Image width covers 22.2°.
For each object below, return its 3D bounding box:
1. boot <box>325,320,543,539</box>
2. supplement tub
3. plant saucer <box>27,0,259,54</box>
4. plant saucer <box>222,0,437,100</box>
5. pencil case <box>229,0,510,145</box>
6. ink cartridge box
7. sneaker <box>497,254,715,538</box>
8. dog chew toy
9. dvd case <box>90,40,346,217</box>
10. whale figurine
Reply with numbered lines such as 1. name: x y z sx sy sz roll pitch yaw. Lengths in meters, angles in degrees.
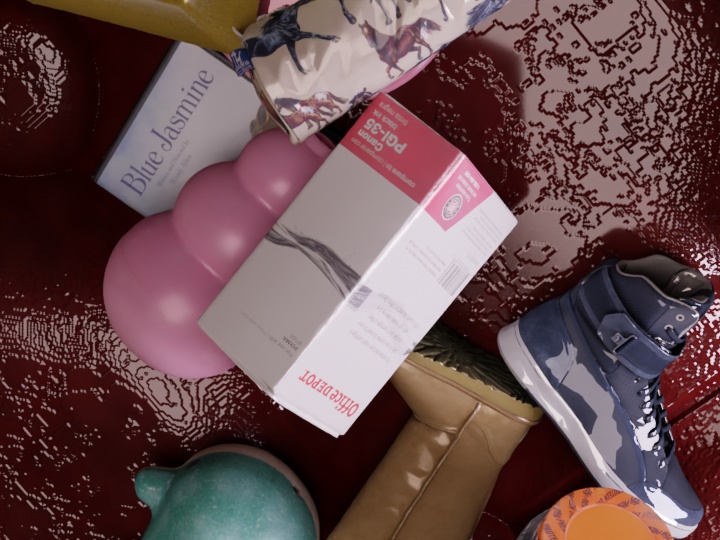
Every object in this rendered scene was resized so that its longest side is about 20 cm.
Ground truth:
1. boot: 0.026 0.138 1.372 0.175 0.066 0.201 31 114 1
2. supplement tub: 0.153 0.247 1.311 0.122 0.123 0.201 19 141 6
3. plant saucer: -0.155 -0.262 1.245 0.199 0.048 0.201 17 106 25
4. plant saucer: -0.026 -0.211 1.264 0.199 0.051 0.202 3 105 11
5. pencil case: 0.013 -0.171 1.196 0.199 0.078 0.090 -32 90 11
6. ink cartridge box: 0.000 0.000 1.244 0.083 0.146 0.200 39 89 25
7. sneaker: 0.213 0.084 1.304 0.146 0.077 0.203 -38 96 24
8. dog chew toy: -0.090 -0.019 1.298 0.124 0.125 0.200 41 105 -4
9. dvd case: -0.082 -0.067 1.350 0.199 0.018 0.143 35 113 0
10. whale figurine: -0.127 0.223 1.414 0.199 0.104 0.159 -33 100 21
